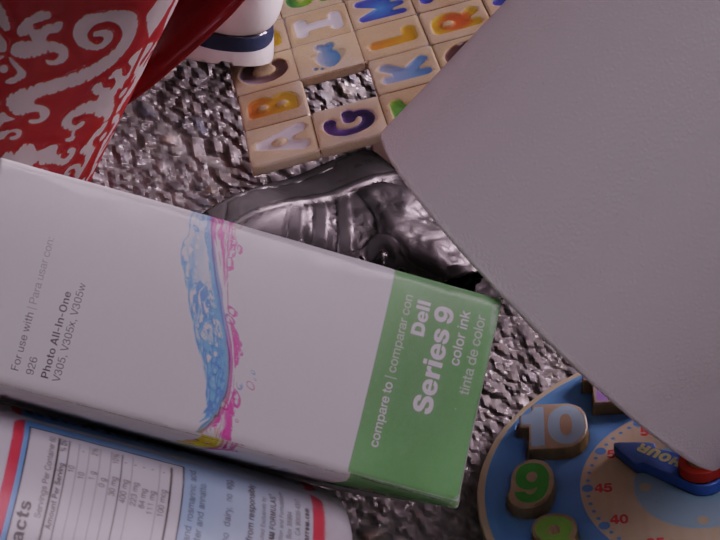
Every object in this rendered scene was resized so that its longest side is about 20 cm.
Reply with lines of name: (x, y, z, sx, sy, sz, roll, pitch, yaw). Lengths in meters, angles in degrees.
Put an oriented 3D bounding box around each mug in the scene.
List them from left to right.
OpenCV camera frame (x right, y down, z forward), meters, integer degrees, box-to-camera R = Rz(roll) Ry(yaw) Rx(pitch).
mug: (-0.128, -0.102, 0.783, 0.176, 0.200, 0.134, 11, 49, -19)

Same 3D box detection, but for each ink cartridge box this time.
ink cartridge box: (-0.063, 0.029, 0.723, 0.199, 0.145, 0.088, 14, 82, -12)

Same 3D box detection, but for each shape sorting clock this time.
shape sorting clock: (0.151, 0.094, 0.807, 0.199, 0.039, 0.200, -7, 30, 4)

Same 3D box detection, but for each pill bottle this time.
pill bottle: (-0.111, 0.112, 0.678, 0.199, 0.109, 0.109, 16, 48, -13)

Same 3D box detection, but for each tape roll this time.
tape roll: (0.125, -0.036, 0.759, 0.203, 0.139, 0.203, 43, 10, -10)

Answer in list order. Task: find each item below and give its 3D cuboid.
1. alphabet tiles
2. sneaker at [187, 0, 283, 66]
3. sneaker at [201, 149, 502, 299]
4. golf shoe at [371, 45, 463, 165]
alphabet tiles: (0.013, -0.124, 0.922, 0.166, 0.008, 0.200, -15, 37, -1)
sneaker: (-0.077, -0.187, 0.944, 0.076, 0.081, 0.200, -4, 39, -19)
sneaker: (-0.001, 0.002, 0.856, 0.104, 0.060, 0.199, 44, 44, 18)
golf shoe: (0.109, -0.060, 0.942, 0.199, 0.092, 0.076, 10, 48, -21)
